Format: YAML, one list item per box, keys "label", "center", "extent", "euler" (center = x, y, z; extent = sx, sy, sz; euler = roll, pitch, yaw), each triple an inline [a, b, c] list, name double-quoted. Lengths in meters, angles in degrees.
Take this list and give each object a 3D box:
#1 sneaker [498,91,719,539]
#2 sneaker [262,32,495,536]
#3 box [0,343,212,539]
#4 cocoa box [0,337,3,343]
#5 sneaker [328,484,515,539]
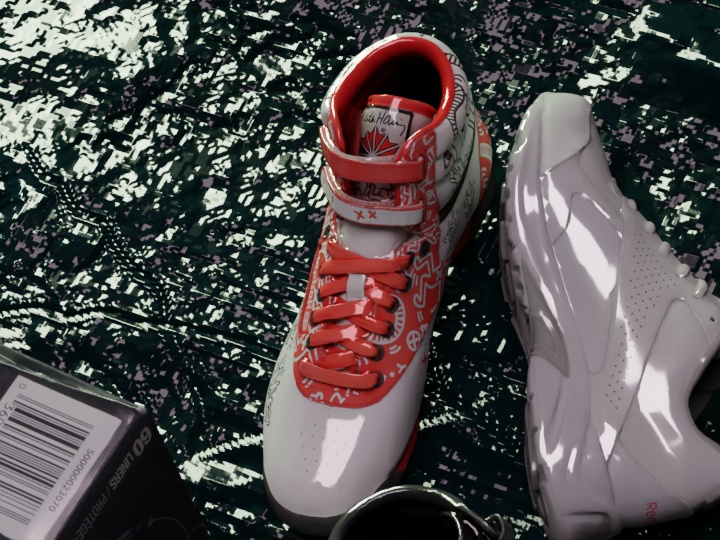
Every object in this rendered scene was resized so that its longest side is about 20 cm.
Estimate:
- label: "sneaker"
  center: [0.109, 0.017, 1.021]
  extent: [0.099, 0.078, 0.200]
  euler: [-6, 65, 1]
- label: "sneaker"
  center: [-0.001, -0.001, 1.027]
  extent: [0.067, 0.108, 0.202]
  euler: [12, 61, 19]
- label: "box"
  center: [-0.125, 0.126, 0.915]
  extent: [0.106, 0.200, 0.122]
  euler: [22, 65, 24]
- label: "cocoa box"
  center: [-0.254, 0.068, 1.023]
  extent: [0.133, 0.131, 0.200]
  euler: [10, 60, 18]
- label: "sneaker"
  center: [0.068, 0.142, 0.925]
  extent: [0.200, 0.099, 0.071]
  euler: [17, 61, 20]
